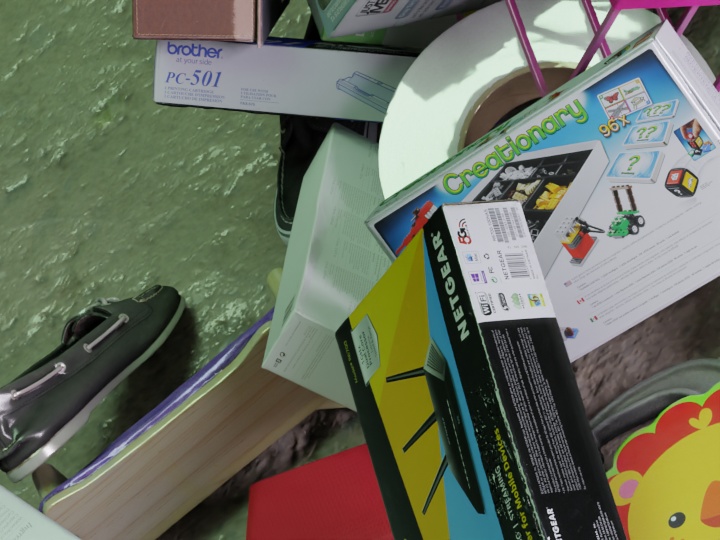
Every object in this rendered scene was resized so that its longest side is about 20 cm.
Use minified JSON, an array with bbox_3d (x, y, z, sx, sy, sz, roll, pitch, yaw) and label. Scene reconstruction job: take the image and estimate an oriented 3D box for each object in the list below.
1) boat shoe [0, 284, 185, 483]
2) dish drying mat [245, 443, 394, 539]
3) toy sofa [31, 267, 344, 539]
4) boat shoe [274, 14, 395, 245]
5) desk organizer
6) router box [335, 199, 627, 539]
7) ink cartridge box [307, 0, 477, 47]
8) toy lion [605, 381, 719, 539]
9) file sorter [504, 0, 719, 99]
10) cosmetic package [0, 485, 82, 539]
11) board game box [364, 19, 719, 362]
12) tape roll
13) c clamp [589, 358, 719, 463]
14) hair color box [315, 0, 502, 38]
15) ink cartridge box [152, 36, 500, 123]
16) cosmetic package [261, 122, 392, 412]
[{"bbox_3d":[-0.172,0.052,1.809,0.067,0.057,0.200,-31,12,39],"label":"boat shoe"},{"bbox_3d":[0.022,0.124,1.660,0.200,0.018,0.077,-20,44,26],"label":"dish drying mat"},{"bbox_3d":[-0.101,0.089,1.738,0.200,0.098,0.083,-40,38,6],"label":"toy sofa"},{"bbox_3d":[-0.022,-0.105,1.872,0.070,0.066,0.200,-8,50,38],"label":"boat shoe"},{"bbox_3d":[-0.089,-0.186,1.805,0.077,0.072,0.200,1,13,3],"label":"desk organizer"},{"bbox_3d":[0.059,0.086,1.511,0.149,0.051,0.200,-52,48,53],"label":"router box"},{"bbox_3d":[0.066,-0.190,1.824,0.117,0.200,0.067,-108,27,-50],"label":"ink cartridge box"},{"bbox_3d":[0.206,0.128,1.444,0.200,0.069,0.192,-18,43,23],"label":"toy lion"},{"bbox_3d":[0.188,-0.175,1.613,0.125,0.200,0.139,120,140,-54],"label":"file sorter"},{"bbox_3d":[-0.209,0.176,1.699,0.200,0.102,0.074,30,68,33],"label":"cosmetic package"},{"bbox_3d":[0.116,-0.028,1.566,0.200,0.126,0.035,-32,9,28],"label":"board game box"},{"bbox_3d":[0.111,-0.063,1.668,0.202,0.037,0.203,-4,66,9],"label":"tape roll"},{"bbox_3d":[0.142,0.136,1.534,0.171,0.027,0.200,-24,42,24],"label":"c clamp"},{"bbox_3d":[0.076,-0.195,1.710,0.061,0.200,0.099,71,157,13],"label":"hair color box"},{"bbox_3d":[-0.017,-0.115,1.785,0.200,0.094,0.044,5,97,8],"label":"ink cartridge box"},{"bbox_3d":[0.000,0.000,1.699,0.200,0.082,0.051,-79,15,-56],"label":"cosmetic package"}]
